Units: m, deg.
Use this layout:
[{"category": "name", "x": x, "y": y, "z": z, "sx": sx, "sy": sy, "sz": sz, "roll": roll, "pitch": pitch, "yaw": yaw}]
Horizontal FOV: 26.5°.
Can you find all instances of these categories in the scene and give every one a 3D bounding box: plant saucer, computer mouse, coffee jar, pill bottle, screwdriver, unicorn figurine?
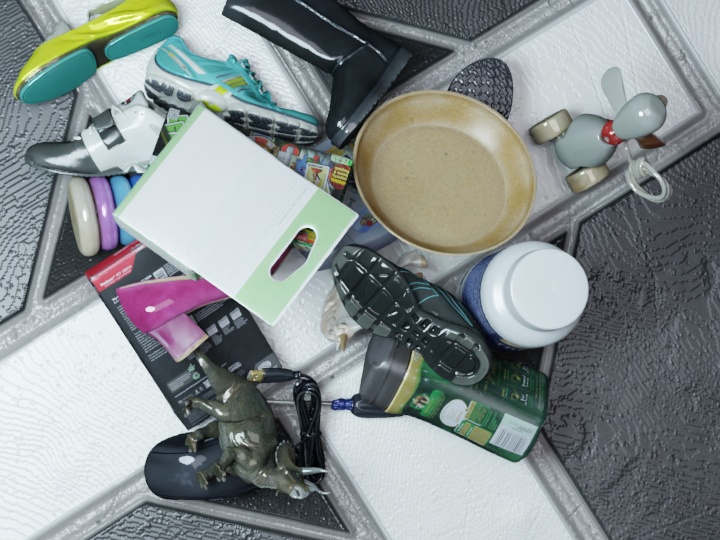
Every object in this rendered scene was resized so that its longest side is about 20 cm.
[{"category": "plant saucer", "x": 0.086, "y": -0.098, "z": 1.620, "sx": 0.200, "sy": 0.035, "sz": 0.201, "roll": 5, "pitch": 63, "yaw": -11}, {"category": "computer mouse", "x": -0.124, "y": 0.174, "z": 1.599, "sx": 0.200, "sy": 0.046, "sz": 0.141, "roll": -2, "pitch": 102, "yaw": -20}, {"category": "coffee jar", "x": 0.098, "y": 0.126, "z": 1.643, "sx": 0.200, "sy": 0.104, "sz": 0.085, "roll": 23, "pitch": 126, "yaw": -7}, {"category": "pill bottle", "x": 0.173, "y": 0.028, "z": 1.616, "sx": 0.111, "sy": 0.200, "sz": 0.111, "roll": 1, "pitch": 84, "yaw": -9}, {"category": "screwdriver", "x": -0.048, "y": 0.147, "z": 1.654, "sx": 0.200, "sy": 0.028, "sz": 0.029, "roll": -1, "pitch": 56, "yaw": -13}, {"category": "unicorn figurine", "x": 0.000, "y": 0.000, "z": 1.655, "sx": 0.137, "sy": 0.074, "sz": 0.200, "roll": -21, "pitch": 62, "yaw": -14}]

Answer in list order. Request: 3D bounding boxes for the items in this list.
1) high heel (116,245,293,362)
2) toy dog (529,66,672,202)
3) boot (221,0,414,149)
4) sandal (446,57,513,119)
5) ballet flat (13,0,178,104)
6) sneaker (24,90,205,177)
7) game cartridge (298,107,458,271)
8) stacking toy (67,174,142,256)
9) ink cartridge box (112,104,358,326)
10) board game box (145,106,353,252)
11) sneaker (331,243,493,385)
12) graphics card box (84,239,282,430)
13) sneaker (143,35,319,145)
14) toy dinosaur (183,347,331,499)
[{"category": "high heel", "x": -0.151, "y": -0.006, "z": 1.548, "sx": 0.200, "sy": 0.067, "sz": 0.096, "roll": -44, "pitch": 103, "yaw": -14}, {"category": "toy dog", "x": 0.281, "y": -0.155, "z": 1.675, "sx": 0.096, "sy": 0.200, "sz": 0.132, "roll": -38, "pitch": 117, "yaw": -27}, {"category": "boot", "x": -0.062, "y": -0.238, "z": 1.644, "sx": 0.200, "sy": 0.066, "sz": 0.165, "roll": 36, "pitch": 48, "yaw": -2}, {"category": "sandal", "x": 0.120, "y": -0.141, "z": 1.710, "sx": 0.075, "sy": 0.045, "sz": 0.200, "roll": 12, "pitch": 97, "yaw": -3}, {"category": "ballet flat", "x": -0.292, "y": -0.247, "z": 1.643, "sx": 0.200, "sy": 0.067, "sz": 0.067, "roll": -29, "pitch": 69, "yaw": -14}, {"category": "sneaker", "x": -0.254, "y": -0.146, "z": 1.607, "sx": 0.200, "sy": 0.074, "sz": 0.089, "roll": -4, "pitch": 108, "yaw": -11}, {"category": "game cartridge", "x": 0.003, "y": -0.088, "z": 1.644, "sx": 0.200, "sy": 0.042, "sz": 0.133, "roll": -34, "pitch": 65, "yaw": -23}, {"category": "stacking toy", "x": -0.207, "y": -0.074, "z": 1.629, "sx": 0.200, "sy": 0.085, "sz": 0.086, "roll": -12, "pitch": 87, "yaw": -15}, {"category": "ink cartridge box", "x": -0.122, "y": -0.051, "z": 1.507, "sx": 0.200, "sy": 0.048, "sz": 0.146, "roll": 35, "pitch": 77, "yaw": 9}, {"category": "board game box", "x": -0.116, "y": -0.091, "z": 1.555, "sx": 0.200, "sy": 0.023, "sz": 0.105, "roll": 16, "pitch": 77, "yaw": 4}, {"category": "sneaker", "x": 0.054, "y": 0.042, "z": 1.591, "sx": 0.200, "sy": 0.079, "sz": 0.075, "roll": 41, "pitch": 114, "yaw": -3}, {"category": "graphics card box", "x": -0.184, "y": 0.052, "z": 1.602, "sx": 0.125, "sy": 0.051, "sz": 0.200, "roll": -35, "pitch": 109, "yaw": -11}, {"category": "sneaker", "x": -0.133, "y": -0.194, "z": 1.655, "sx": 0.200, "sy": 0.078, "sz": 0.080, "roll": 23, "pitch": 69, "yaw": -8}, {"category": "toy dinosaur", "x": -0.123, "y": 0.163, "z": 1.555, "sx": 0.102, "sy": 0.077, "sz": 0.200, "roll": -17, "pitch": 68, "yaw": -31}]
